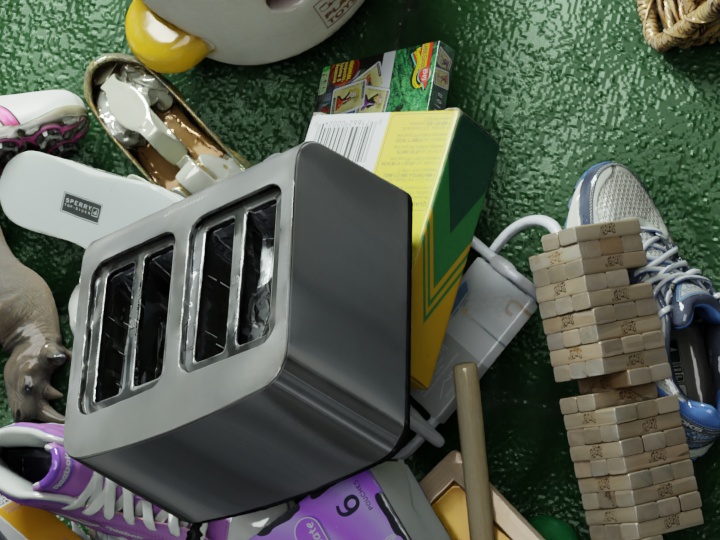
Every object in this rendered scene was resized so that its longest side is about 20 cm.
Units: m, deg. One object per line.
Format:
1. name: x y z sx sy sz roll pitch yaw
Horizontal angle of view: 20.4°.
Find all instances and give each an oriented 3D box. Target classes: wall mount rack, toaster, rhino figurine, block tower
1. wall mount rack: 0.034 0.020 1.322 0.200 0.074 0.174 -52 41 3
2. toaster: -0.068 0.044 1.154 0.180 0.118 0.201 -22 51 34
3. rhino figurine: -0.257 0.027 1.384 0.087 0.060 0.200 -40 76 4
4. block tower: 0.158 0.073 1.237 0.058 0.054 0.201 -8 85 -31

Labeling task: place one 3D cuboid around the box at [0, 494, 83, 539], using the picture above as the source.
1. box: -0.241 0.202 1.322 0.200 0.041 0.119 38 120 18

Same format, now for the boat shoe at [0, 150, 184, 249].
1. boat shoe: -0.154 -0.033 1.354 0.199 0.064 0.071 26 101 31

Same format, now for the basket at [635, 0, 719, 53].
1. basket: 0.241 -0.262 1.315 0.148 0.143 0.201 -9 75 8

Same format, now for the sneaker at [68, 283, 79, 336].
1. sneaker: -0.159 0.043 1.309 0.072 0.072 0.200 -47 30 3

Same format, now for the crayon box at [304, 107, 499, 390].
1. crayon box: 0.000 0.000 1.249 0.126 0.051 0.201 3 67 41

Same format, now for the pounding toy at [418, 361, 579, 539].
1. pounding toy: 0.066 0.198 1.241 0.200 0.142 0.184 -45 74 -1

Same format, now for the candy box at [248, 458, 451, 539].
1. candy box: -0.021 0.235 1.172 0.200 0.071 0.168 -38 70 15

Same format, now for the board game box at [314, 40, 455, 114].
1. board game box: 0.002 -0.053 1.330 0.104 0.023 0.201 -8 61 36

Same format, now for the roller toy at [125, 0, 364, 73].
1. roller toy: -0.078 -0.239 1.370 0.181 0.140 0.201 -5 68 17

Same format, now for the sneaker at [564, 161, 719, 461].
1. sneaker: 0.196 0.019 1.278 0.077 0.085 0.201 -13 78 -26

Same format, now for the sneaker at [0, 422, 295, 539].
1. sneaker: -0.144 0.140 1.243 0.199 0.114 0.073 10 83 16

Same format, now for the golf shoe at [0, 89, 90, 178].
1. golf shoe: -0.290 -0.105 1.413 0.199 0.073 0.093 -12 74 8

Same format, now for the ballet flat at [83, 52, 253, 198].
1. ballet flat: -0.123 -0.076 1.379 0.071 0.071 0.200 -42 74 -1

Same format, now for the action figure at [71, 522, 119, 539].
1. action figure: -0.129 0.147 1.329 0.130 0.069 0.201 35 88 11
